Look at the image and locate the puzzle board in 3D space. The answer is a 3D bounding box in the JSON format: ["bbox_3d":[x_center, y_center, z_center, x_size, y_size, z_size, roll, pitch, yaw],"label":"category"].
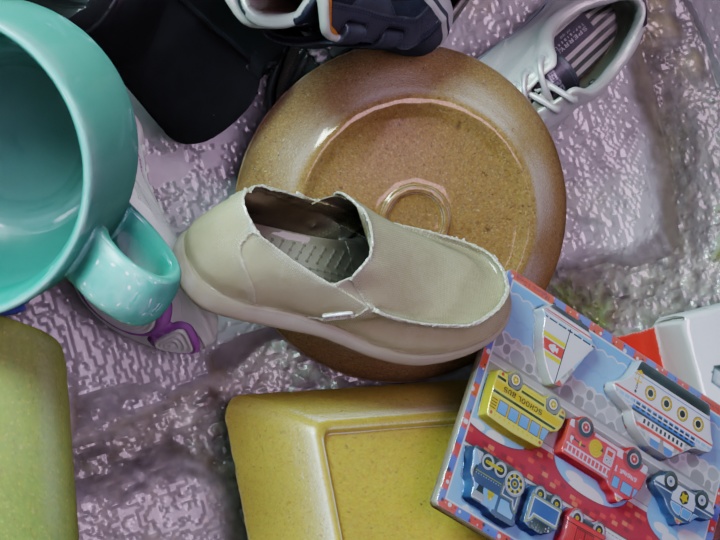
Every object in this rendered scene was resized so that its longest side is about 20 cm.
[{"bbox_3d":[0.138,0.110,1.344,0.200,0.017,0.151,32,64,-28],"label":"puzzle board"}]

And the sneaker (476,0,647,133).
[{"bbox_3d":[0.096,-0.106,1.392,0.073,0.071,0.200,45,68,-14],"label":"sneaker"}]

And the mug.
[{"bbox_3d":[-0.182,-0.046,1.157,0.152,0.114,0.185,-20,97,15],"label":"mug"}]

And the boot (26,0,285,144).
[{"bbox_3d":[-0.090,-0.184,1.269,0.168,0.076,0.200,36,77,-58],"label":"boot"}]

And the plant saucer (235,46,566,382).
[{"bbox_3d":[0.028,-0.030,1.338,0.200,0.035,0.200,-2,99,-12],"label":"plant saucer"}]

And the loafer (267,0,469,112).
[{"bbox_3d":[0.022,-0.156,1.368,0.072,0.063,0.200,47,68,-15],"label":"loafer"}]

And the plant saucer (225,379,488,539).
[{"bbox_3d":[0.037,0.154,1.318,0.200,0.048,0.200,-3,72,-30],"label":"plant saucer"}]

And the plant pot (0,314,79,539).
[{"bbox_3d":[-0.220,0.122,1.171,0.200,0.200,0.184,9,69,-24],"label":"plant pot"}]

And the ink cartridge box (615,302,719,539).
[{"bbox_3d":[0.217,0.125,1.439,0.174,0.044,0.200,-14,90,-27],"label":"ink cartridge box"}]

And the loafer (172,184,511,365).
[{"bbox_3d":[0.000,0.000,1.260,0.200,0.068,0.076,7,53,-25],"label":"loafer"}]

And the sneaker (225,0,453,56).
[{"bbox_3d":[-0.021,-0.151,1.249,0.200,0.078,0.079,38,64,-50],"label":"sneaker"}]

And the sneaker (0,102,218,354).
[{"bbox_3d":[-0.134,-0.043,1.278,0.200,0.075,0.100,54,45,-21],"label":"sneaker"}]

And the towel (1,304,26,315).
[{"bbox_3d":[-0.281,-0.027,1.237,0.200,0.024,0.145,-14,90,-25],"label":"towel"}]
